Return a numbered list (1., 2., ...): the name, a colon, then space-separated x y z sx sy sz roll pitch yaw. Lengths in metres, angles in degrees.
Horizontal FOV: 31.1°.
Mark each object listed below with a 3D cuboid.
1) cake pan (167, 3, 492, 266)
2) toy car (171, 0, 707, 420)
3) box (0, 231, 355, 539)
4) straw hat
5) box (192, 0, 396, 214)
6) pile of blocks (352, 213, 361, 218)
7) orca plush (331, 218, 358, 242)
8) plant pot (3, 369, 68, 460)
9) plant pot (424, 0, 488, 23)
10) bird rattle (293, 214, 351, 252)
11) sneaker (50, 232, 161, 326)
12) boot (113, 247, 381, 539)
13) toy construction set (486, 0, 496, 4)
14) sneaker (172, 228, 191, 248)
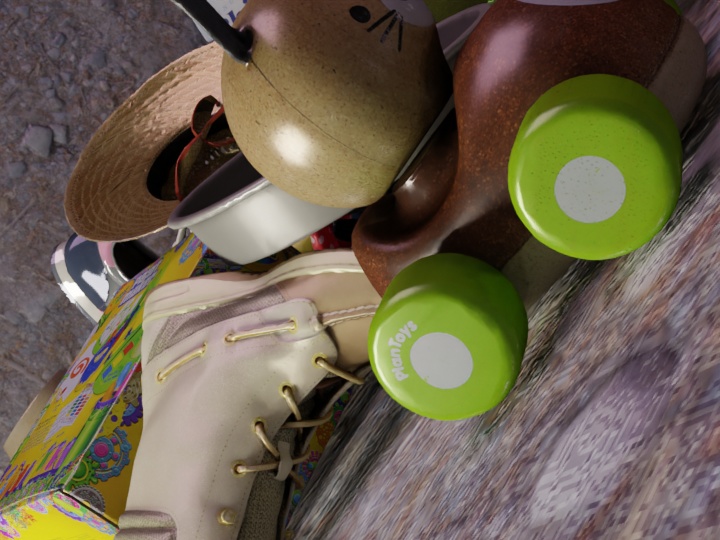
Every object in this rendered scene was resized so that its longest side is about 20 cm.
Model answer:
1. cake pan: -0.009 -0.067 0.667 0.199 0.037 0.200 -33 13 8
2. toy car: 0.010 -0.077 0.480 0.158 0.199 0.165 -51 5 29
3. box: -0.114 0.093 0.783 0.200 0.122 0.194 -28 30 57
4. straw hat: -0.090 -0.064 0.852 0.199 0.085 0.202 -23 39 20
5. box: -0.007 -0.154 0.956 0.105 0.201 0.184 -37 -8 21
6. pile of blocks: -0.004 -0.059 1.160 0.199 0.083 0.062 -31 -3 15
7. orca plush: 0.000 0.000 0.914 0.105 0.071 0.201 -52 5 46
8. plant pot: -0.239 0.192 1.258 0.188 0.199 0.187 -54 3 4
9. plant pot: 0.104 -0.224 0.874 0.192 0.201 0.201 -39 10 23
10. bird rattle: -0.026 0.025 1.076 0.200 0.112 0.165 154 134 -69
11. sneaker: -0.159 0.036 1.063 0.082 0.200 0.071 -31 28 28
12. boot: -0.034 0.075 0.603 0.198 0.072 0.157 -9 63 35
13. toy construction set: 0.110 -0.145 0.637 0.132 0.092 0.200 -53 4 14
14. sneaker: -0.131 -0.011 1.094 0.080 0.076 0.201 -42 -18 -49
